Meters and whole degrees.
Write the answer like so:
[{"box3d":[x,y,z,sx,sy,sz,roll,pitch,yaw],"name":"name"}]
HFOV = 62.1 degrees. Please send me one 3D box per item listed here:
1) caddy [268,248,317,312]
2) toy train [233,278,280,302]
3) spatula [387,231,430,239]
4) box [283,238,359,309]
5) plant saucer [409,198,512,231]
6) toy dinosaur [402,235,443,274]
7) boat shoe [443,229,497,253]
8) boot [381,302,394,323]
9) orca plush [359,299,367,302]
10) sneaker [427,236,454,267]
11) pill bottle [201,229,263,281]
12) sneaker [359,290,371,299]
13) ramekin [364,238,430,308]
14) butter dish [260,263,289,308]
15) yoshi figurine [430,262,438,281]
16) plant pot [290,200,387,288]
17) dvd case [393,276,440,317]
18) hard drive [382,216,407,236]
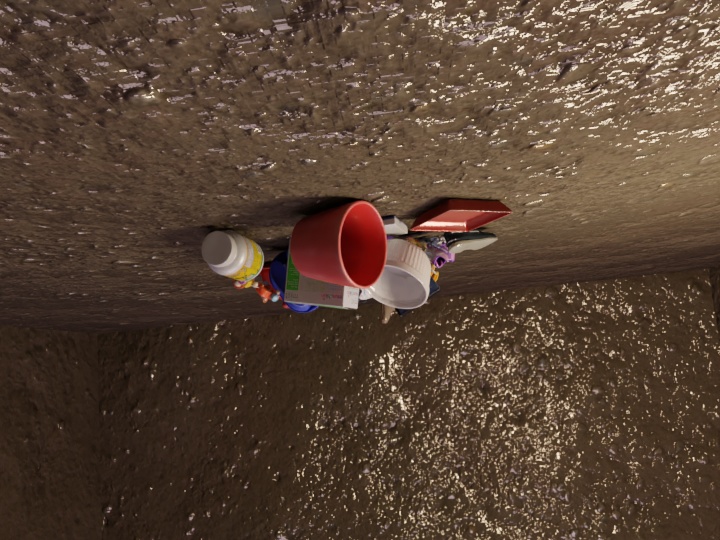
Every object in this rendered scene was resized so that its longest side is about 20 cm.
[{"box3d":[-0.190,0.028,1.800,0.140,0.202,0.105,-38,175,-13],"name":"caddy"},{"box3d":[-0.324,0.024,1.718,0.056,0.200,0.149,-51,147,12],"name":"toy train"},{"box3d":[0.127,-0.101,1.734,0.194,0.021,0.056,-10,169,21],"name":"spatula"},{"box3d":[-0.102,0.009,1.658,0.194,0.183,0.096,4,175,28],"name":"box"},{"box3d":[0.251,-0.141,1.519,0.194,0.038,0.199,-1,171,-26],"name":"plant saucer"},{"box3d":[0.179,-0.081,1.756,0.197,0.107,0.181,32,179,-21],"name":"toy dinosaur"},{"box3d":[0.322,-0.095,1.751,0.195,0.063,0.075,-11,159,-31],"name":"boat shoe"},{"box3d":[0.139,0.088,1.960,0.141,0.205,0.071,2,142,0],"name":"boot"},{"box3d":[-0.024,0.046,1.852,0.071,0.106,0.200,-42,138,3],"name":"orca plush"},{"box3d":[0.227,-0.050,1.905,0.079,0.092,0.197,1,170,-42],"name":"sneaker"},{"box3d":[-0.329,-0.040,1.535,0.109,0.117,0.200,-7,171,8],"name":"pill bottle"},{"box3d":[0.000,0.000,1.757,0.078,0.205,0.071,-24,-154,-9],"name":"sneaker"},{"box3d":[0.104,0.005,1.653,0.194,0.107,0.202,15,147,9],"name":"ramekin"},{"box3d":[-0.253,0.054,2.058,0.193,0.153,0.200,-8,171,9],"name":"butter dish"},{"box3d":[0.152,-0.024,1.901,0.195,0.116,0.111,17,-156,27],"name":"yoshi figurine"},{"box3d":[-0.058,-0.057,1.404,0.173,0.208,0.198,-1,175,36],"name":"plant pot"},{"box3d":[0.132,0.031,1.767,0.141,0.202,0.018,-33,138,0],"name":"dvd case"},{"box3d":[0.018,-0.107,1.614,0.194,0.026,0.131,-8,171,19],"name":"hard drive"}]
